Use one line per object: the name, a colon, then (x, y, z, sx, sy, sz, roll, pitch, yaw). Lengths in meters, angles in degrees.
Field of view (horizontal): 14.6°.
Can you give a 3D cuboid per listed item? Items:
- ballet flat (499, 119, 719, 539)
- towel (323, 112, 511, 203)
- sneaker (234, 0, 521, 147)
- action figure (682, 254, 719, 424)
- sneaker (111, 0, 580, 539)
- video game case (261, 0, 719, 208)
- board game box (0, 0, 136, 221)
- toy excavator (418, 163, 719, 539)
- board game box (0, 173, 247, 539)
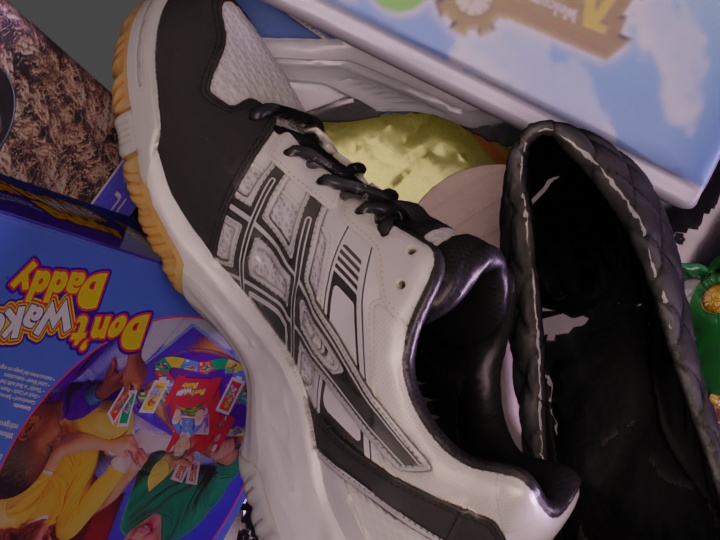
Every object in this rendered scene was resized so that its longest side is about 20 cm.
ballet flat: (0.069, 0.054, 0.756, 0.066, 0.057, 0.201, -22, 65, 17)
towel: (0.012, -0.030, 0.894, 0.200, 0.018, 0.086, -41, 90, -4)
sneaker: (0.038, -0.086, 0.841, 0.198, 0.076, 0.077, 2, 122, -6)
action figure: (0.107, 0.072, 0.884, 0.117, 0.055, 0.201, 15, 83, 8)
sneaker: (0.000, 0.000, 0.774, 0.087, 0.075, 0.201, -32, 72, 28)
video game case: (0.047, -0.141, 0.795, 0.199, 0.022, 0.183, 25, 95, -11)
board game box: (-0.174, -0.032, 0.774, 0.097, 0.200, 0.160, 33, 85, 36)
toy excavator: (0.069, 0.090, 0.818, 0.199, 0.100, 0.195, 28, 87, 15)
board game box: (-0.106, 0.045, 0.788, 0.045, 0.200, 0.135, 32, 98, 36)
